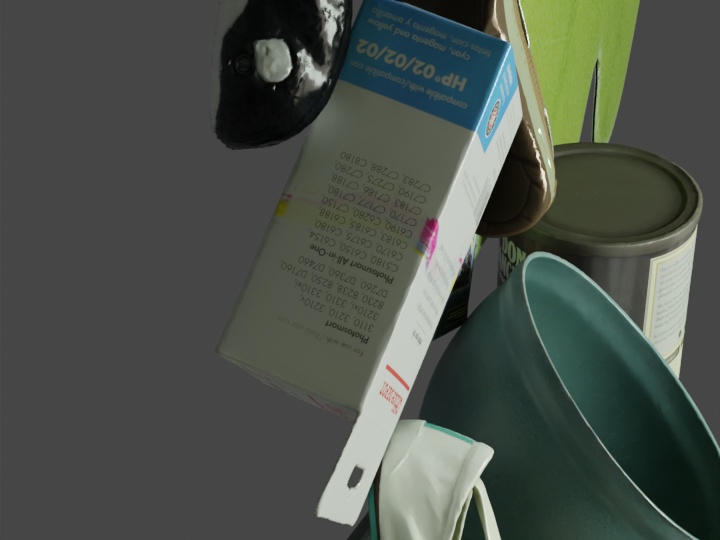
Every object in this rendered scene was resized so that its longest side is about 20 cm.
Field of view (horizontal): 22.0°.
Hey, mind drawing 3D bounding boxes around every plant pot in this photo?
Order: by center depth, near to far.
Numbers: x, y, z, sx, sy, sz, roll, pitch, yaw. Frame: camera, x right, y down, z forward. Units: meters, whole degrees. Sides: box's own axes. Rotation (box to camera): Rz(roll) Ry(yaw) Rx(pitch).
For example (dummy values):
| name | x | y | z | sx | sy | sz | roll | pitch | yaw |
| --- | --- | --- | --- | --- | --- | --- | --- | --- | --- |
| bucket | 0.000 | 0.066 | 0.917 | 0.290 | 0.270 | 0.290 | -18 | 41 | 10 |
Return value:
| name | x | y | z | sx | sy | sz | roll | pitch | yaw |
| --- | --- | --- | --- | --- | --- | --- | --- | --- | --- |
| plant pot | 0.107 | 0.109 | 1.066 | 0.200 | 0.134 | 0.201 | 43 | 23 | -23 |

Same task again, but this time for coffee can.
| name | x | y | z | sx | sy | sz | roll | pitch | yaw |
| --- | --- | --- | --- | --- | --- | --- | --- | --- | --- |
| coffee can | 0.171 | 0.028 | 1.375 | 0.147 | 0.145 | 0.202 | -61 | 155 | -54 |

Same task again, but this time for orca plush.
| name | x | y | z | sx | sy | sz | roll | pitch | yaw |
| --- | --- | --- | --- | --- | --- | --- | --- | --- | --- |
| orca plush | -0.002 | -0.139 | 0.733 | 0.106 | 0.070 | 0.201 | 78 | 25 | -56 |

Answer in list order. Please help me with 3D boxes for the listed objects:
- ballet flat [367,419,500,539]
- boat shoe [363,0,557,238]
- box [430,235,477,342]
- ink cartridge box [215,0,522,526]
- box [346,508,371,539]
| name | x | y | z | sx | sy | sz | roll | pitch | yaw |
| --- | --- | --- | --- | --- | --- | --- | --- | --- | --- |
| ballet flat | 0.036 | 0.168 | 0.848 | 0.069 | 0.069 | 0.202 | -30 | 122 | -72 |
| boat shoe | 0.047 | -0.118 | 0.875 | 0.076 | 0.071 | 0.202 | -39 | 118 | -64 |
| box | 0.028 | -0.031 | 0.990 | 0.200 | 0.037 | 0.138 | -16 | 114 | -75 |
| ink cartridge box | 0.000 | 0.000 | 0.778 | 0.115 | 0.067 | 0.202 | 54 | 58 | -78 |
| box | 0.019 | 0.218 | 1.094 | 0.200 | 0.046 | 0.161 | -42 | 139 | -69 |
